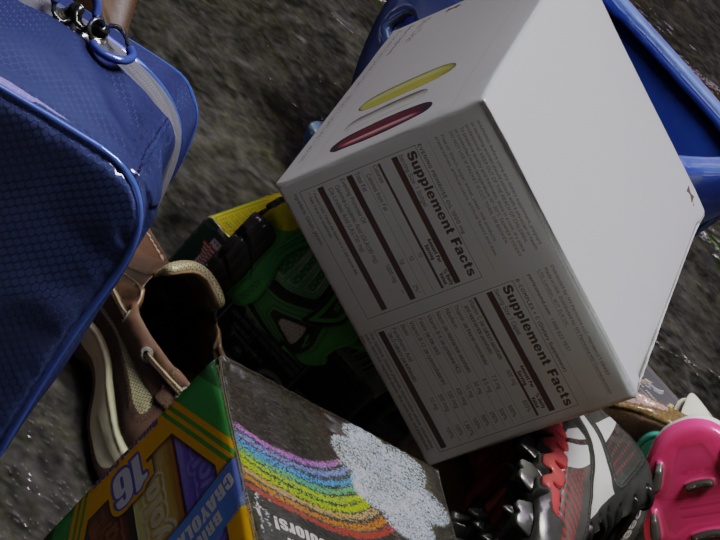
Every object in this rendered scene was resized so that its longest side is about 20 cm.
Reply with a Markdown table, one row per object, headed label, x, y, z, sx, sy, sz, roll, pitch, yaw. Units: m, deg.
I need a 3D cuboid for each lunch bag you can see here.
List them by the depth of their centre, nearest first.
| label | x | y | z | sx | sy | sz | roll | pitch | yaw |
| --- | --- | --- | --- | --- | --- | --- | --- | --- | --- |
| lunch bag | -0.156 | -0.028 | 0.980 | 0.136 | 0.200 | 0.132 | 34 | 21 | -7 |

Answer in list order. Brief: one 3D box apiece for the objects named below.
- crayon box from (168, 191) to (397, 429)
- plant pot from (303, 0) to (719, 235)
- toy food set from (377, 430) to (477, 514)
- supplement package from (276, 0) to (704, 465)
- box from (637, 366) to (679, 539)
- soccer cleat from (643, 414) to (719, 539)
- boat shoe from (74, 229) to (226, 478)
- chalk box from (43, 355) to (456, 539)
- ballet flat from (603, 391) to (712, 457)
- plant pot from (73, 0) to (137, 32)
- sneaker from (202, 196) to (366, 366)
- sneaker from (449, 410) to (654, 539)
| label | x | y | z | sx | sy | sz | roll | pitch | yaw |
| --- | --- | --- | --- | --- | --- | --- | --- | --- | --- |
| crayon box | -0.011 | 0.016 | 1.327 | 0.127 | 0.051 | 0.200 | 47 | 24 | 9 |
| plant pot | 0.095 | -0.069 | 1.483 | 0.200 | 0.180 | 0.200 | 50 | 25 | 17 |
| toy food set | 0.084 | 0.157 | 1.239 | 0.200 | 0.049 | 0.198 | 5 | 43 | -56 |
| supplement package | 0.069 | -0.034 | 1.178 | 0.156 | 0.111 | 0.200 | 62 | 26 | -16 |
| box | 0.166 | 0.127 | 1.421 | 0.200 | 0.048 | 0.158 | 49 | 23 | 12 |
| soccer cleat | 0.196 | 0.162 | 1.280 | 0.086 | 0.070 | 0.200 | -50 | 120 | -72 |
| boat shoe | -0.091 | 0.024 | 1.153 | 0.075 | 0.075 | 0.202 | 25 | 29 | -36 |
| chalk box | -0.033 | 0.157 | 0.954 | 0.125 | 0.124 | 0.200 | 30 | 27 | -29 |
| ballet flat | 0.143 | 0.084 | 1.332 | 0.200 | 0.068 | 0.072 | 27 | 40 | 2 |
| plant pot | -0.185 | -0.159 | 1.200 | 0.200 | 0.200 | 0.198 | 32 | 33 | -23 |
| sneaker | 0.000 | 0.000 | 1.233 | 0.085 | 0.078 | 0.200 | 53 | 33 | 6 |
| sneaker | 0.095 | 0.110 | 1.177 | 0.098 | 0.071 | 0.200 | 38 | 19 | -9 |
